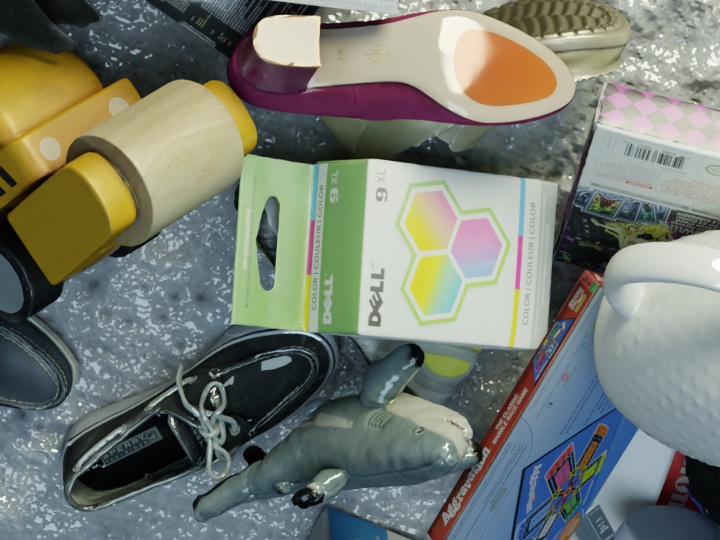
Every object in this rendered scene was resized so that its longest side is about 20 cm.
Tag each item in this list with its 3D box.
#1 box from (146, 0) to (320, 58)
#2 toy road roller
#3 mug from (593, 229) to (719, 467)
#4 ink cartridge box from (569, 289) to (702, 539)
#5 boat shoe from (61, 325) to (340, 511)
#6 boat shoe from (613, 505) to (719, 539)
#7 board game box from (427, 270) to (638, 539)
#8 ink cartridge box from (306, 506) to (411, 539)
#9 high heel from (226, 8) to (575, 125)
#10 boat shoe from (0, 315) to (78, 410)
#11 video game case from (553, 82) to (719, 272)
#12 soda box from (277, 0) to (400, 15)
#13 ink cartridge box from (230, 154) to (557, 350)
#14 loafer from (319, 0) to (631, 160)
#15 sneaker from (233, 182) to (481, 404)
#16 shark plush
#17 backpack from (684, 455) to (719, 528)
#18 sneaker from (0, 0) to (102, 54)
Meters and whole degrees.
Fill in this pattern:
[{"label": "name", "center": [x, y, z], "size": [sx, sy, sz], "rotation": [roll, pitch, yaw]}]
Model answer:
[{"label": "box", "center": [-0.063, -0.237, 1.593], "size": [0.160, 0.044, 0.200], "rotation": [33, 108, -15]}, {"label": "toy road roller", "center": [-0.172, -0.073, 1.589], "size": [0.200, 0.123, 0.146], "rotation": [-30, 94, 51]}, {"label": "mug", "center": [0.217, 0.035, 1.554], "size": [0.200, 0.175, 0.148], "rotation": [37, 66, -47]}, {"label": "ink cartridge box", "center": [0.191, 0.126, 1.762], "size": [0.175, 0.045, 0.201], "rotation": [14, 112, -8]}, {"label": "boat shoe", "center": [-0.102, 0.093, 1.719], "size": [0.198, 0.068, 0.074], "rotation": [-22, 113, 7]}, {"label": "boat shoe", "center": [0.230, 0.211, 1.768], "size": [0.201, 0.075, 0.086], "rotation": [12, 122, -38]}, {"label": "board game box", "center": [0.129, 0.095, 1.688], "size": [0.103, 0.019, 0.201], "rotation": [14, 114, -39]}, {"label": "ink cartridge box", "center": [0.036, 0.267, 1.793], "size": [0.199, 0.086, 0.147], "rotation": [23, 110, -11]}, {"label": "high heel", "center": [0.022, -0.115, 1.594], "size": [0.199, 0.096, 0.068], "rotation": [11, 77, -10]}, {"label": "boat shoe", "center": [-0.268, 0.038, 1.690], "size": [0.199, 0.062, 0.075], "rotation": [32, 106, -16]}, {"label": "video game case", "center": [0.225, -0.034, 1.625], "size": [0.199, 0.036, 0.182], "rotation": [13, 154, 2]}, {"label": "soda box", "center": [-0.073, -0.196, 1.549], "size": [0.199, 0.068, 0.064], "rotation": [7, 113, -6]}, {"label": "ink cartridge box", "center": [0.023, -0.010, 1.622], "size": [0.199, 0.059, 0.105], "rotation": [6, 86, -36]}, {"label": "loafer", "center": [0.070, -0.113, 1.641], "size": [0.199, 0.076, 0.069], "rotation": [-12, 115, 12]}, {"label": "sneaker", "center": [0.000, 0.000, 1.691], "size": [0.076, 0.075, 0.200], "rotation": [-45, 117, 3]}, {"label": "shark plush", "center": [-0.021, 0.110, 1.646], "size": [0.199, 0.083, 0.091], "rotation": [-7, 121, 22]}, {"label": "backpack", "center": [0.310, 0.135, 1.671], "size": [0.182, 0.200, 0.135], "rotation": [-14, 123, -15]}, {"label": "sneaker", "center": [-0.234, -0.215, 1.566], "size": [0.104, 0.060, 0.201], "rotation": [-1, 125, 34]}]
